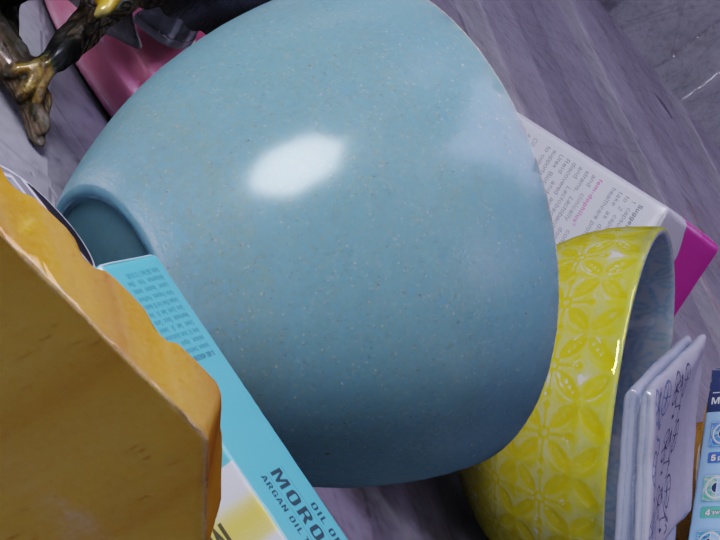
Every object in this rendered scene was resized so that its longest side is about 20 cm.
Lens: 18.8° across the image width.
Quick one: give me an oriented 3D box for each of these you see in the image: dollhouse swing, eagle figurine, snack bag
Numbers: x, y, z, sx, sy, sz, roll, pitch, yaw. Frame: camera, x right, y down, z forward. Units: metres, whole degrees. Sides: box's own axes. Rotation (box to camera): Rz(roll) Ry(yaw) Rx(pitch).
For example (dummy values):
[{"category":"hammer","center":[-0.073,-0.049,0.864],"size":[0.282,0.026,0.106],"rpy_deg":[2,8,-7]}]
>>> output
[{"category":"dollhouse swing","center":[-0.137,-0.003,0.502],"size":[0.200,0.175,0.182],"rpy_deg":[46,17,-22]},{"category":"eagle figurine","center":[-0.088,-0.146,0.918],"size":[0.152,0.200,0.151],"rpy_deg":[34,24,-51]},{"category":"snack bag","center":[0.152,0.143,1.128],"size":[0.188,0.021,0.202],"rpy_deg":[-21,117,-73]}]

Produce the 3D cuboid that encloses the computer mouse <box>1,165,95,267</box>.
[{"category":"computer mouse","center":[-0.159,-0.013,0.710],"size":[0.110,0.044,0.200],"rpy_deg":[49,14,27]}]

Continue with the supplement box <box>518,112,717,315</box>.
[{"category":"supplement box","center":[0.098,-0.033,1.301],"size":[0.199,0.104,0.101],"rpy_deg":[34,4,30]}]

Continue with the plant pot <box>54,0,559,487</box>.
[{"category":"plant pot","center":[-0.040,-0.002,0.832],"size":[0.134,0.200,0.201],"rpy_deg":[-17,66,-35]}]

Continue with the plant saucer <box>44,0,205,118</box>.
[{"category":"plant saucer","center":[-0.084,-0.106,1.133],"size":[0.201,0.051,0.201],"rpy_deg":[49,15,-18]}]

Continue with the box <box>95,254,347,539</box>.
[{"category":"box","center":[-0.051,0.100,0.716],"size":[0.201,0.082,0.049],"rpy_deg":[55,16,6]}]

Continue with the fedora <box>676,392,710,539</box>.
[{"category":"fedora","center":[0.229,0.158,1.387],"size":[0.200,0.081,0.202],"rpy_deg":[20,67,-58]}]

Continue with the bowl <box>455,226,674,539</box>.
[{"category":"bowl","center":[0.094,0.071,1.131],"size":[0.200,0.107,0.202],"rpy_deg":[7,90,-75]}]

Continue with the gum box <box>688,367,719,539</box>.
[{"category":"gum box","center":[0.239,0.185,1.269],"size":[0.170,0.044,0.201],"rpy_deg":[50,44,-45]}]

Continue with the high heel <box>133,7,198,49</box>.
[{"category":"high heel","center":[-0.126,-0.211,1.004],"size":[0.199,0.143,0.072],"rpy_deg":[34,33,-3]}]
